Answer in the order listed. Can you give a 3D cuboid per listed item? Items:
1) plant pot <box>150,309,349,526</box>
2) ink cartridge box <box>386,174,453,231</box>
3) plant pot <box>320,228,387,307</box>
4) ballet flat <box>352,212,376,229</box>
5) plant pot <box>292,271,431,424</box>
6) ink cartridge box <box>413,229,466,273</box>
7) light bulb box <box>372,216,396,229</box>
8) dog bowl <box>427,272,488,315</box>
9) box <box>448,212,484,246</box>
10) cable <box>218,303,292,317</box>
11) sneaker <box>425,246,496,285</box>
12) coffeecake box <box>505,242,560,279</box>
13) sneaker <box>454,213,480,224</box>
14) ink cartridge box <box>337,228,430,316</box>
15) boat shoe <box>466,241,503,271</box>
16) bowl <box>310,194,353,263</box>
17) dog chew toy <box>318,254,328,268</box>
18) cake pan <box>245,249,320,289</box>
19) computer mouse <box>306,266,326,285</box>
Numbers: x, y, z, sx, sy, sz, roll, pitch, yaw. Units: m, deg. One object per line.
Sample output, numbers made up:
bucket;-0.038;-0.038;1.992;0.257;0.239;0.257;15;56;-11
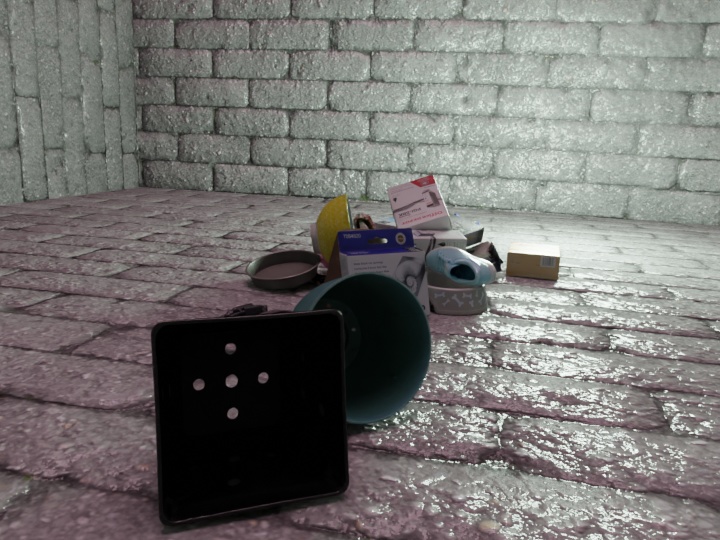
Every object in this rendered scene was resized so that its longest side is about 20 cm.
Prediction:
plant pot;-0.138;0.143;0.690;0.197;0.203;0.177;-3;3;-21
ink cartridge box;0.163;-0.162;1.651;0.145;0.083;0.201;-17;42;4
plant pot;0.000;0.000;1.356;0.197;0.177;0.200;3;14;-1
ballet flat;0.032;-0.066;1.635;0.075;0.201;0.064;-30;-3;8
plant pot;-0.022;0.105;0.868;0.198;0.203;0.161;-4;0;-26
ink cartridge box;0.165;-0.026;1.555;0.197;0.148;0.086;-1;19;-10
light bulb box;0.146;-0.097;1.919;0.197;0.126;0.199;15;19;42
dog bowl;0.210;0.051;1.434;0.197;0.059;0.200;2;13;0
box;0.232;-0.121;1.726;0.157;0.049;0.199;-18;34;-37
cable;-0.202;0.113;1.129;0.162;0.051;0.199;17;16;33
sneaker;0.222;-0.013;1.419;0.081;0.075;0.199;-5;14;-44
coffeecake box;0.531;-0.032;1.827;0.152;0.074;0.200;5;12;16
sneaker;0.420;-0.203;2.541;0.197;0.079;0.075;-1;14;-16
ink cartridge box;0.052;0.008;1.271;0.197;0.203;0.040;-5;-4;-29
boat shoe;0.324;-0.016;1.755;0.199;0.093;0.075;-15;37;43
bowl;-0.072;-0.090;1.546;0.106;0.203;0.200;-8;12;3
dog chew toy;-0.023;-0.051;1.717;0.198;0.126;0.124;-10;16;-16
cake pan;-0.199;-0.002;1.552;0.197;0.037;0.201;-6;22;2
computer mouse;-0.044;0.007;1.610;0.198;0.044;0.109;-4;13;-27
